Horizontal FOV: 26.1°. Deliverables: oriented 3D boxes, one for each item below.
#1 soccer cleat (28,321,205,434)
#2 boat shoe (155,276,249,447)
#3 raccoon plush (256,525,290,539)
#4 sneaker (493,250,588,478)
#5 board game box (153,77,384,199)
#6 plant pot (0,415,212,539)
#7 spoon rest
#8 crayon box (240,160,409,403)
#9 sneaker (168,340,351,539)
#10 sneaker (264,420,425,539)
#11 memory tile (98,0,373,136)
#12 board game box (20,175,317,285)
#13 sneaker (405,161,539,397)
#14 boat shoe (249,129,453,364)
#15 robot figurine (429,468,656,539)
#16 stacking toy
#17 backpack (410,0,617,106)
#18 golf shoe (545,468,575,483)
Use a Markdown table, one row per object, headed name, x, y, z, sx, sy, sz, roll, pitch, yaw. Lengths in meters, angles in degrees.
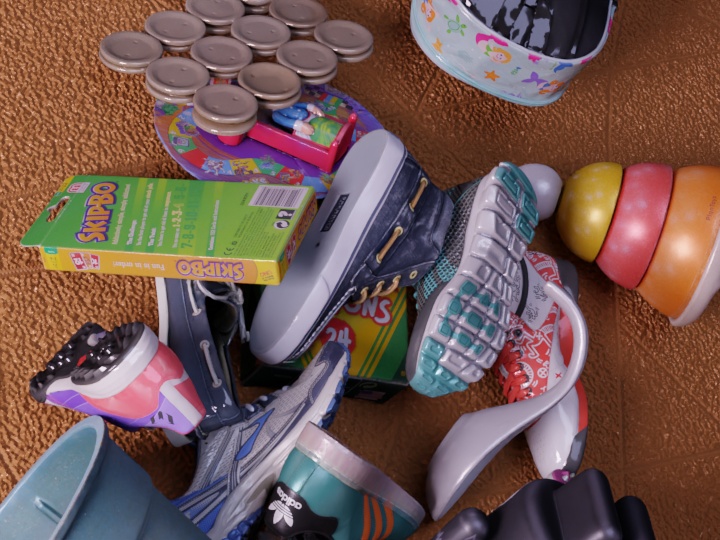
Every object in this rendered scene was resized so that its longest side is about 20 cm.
| name | x | y | z | sx | sy | sz | roll | pitch | yaw |
| --- | --- | --- | --- | --- | --- | --- | --- | --- | --- |
| soccer cleat | -0.165 | 0.078 | 1.034 | 0.073 | 0.199 | 0.068 | 46 | 68 | -16 |
| boat shoe | -0.113 | 0.035 | 1.115 | 0.061 | 0.075 | 0.201 | -15 | 41 | 9 |
| raccoon plush | -0.009 | 0.262 | 1.056 | 0.096 | 0.134 | 0.201 | -33 | 89 | -31 |
| sneaker | 0.122 | 0.073 | 1.256 | 0.107 | 0.067 | 0.204 | 13 | 59 | -20 |
| board game box | -0.060 | -0.120 | 1.219 | 0.198 | 0.039 | 0.159 | -7 | 44 | -29 |
| plant pot | -0.150 | 0.232 | 0.982 | 0.196 | 0.200 | 0.201 | 40 | 56 | -16 |
| spoon rest | 0.113 | 0.107 | 1.179 | 0.060 | 0.099 | 0.201 | 32 | 95 | 12 |
| crayon box | -0.029 | -0.005 | 1.221 | 0.125 | 0.051 | 0.203 | 9 | 64 | -23 |
| sneaker | -0.081 | 0.122 | 1.109 | 0.085 | 0.077 | 0.201 | 35 | 72 | 6 |
| sneaker | -0.016 | 0.169 | 1.099 | 0.071 | 0.200 | 0.080 | 33 | 83 | 28 |
| memory tile | -0.095 | -0.175 | 1.228 | 0.152 | 0.017 | 0.199 | 30 | 42 | 24 |
| board game box | -0.138 | -0.032 | 1.120 | 0.197 | 0.030 | 0.096 | 6 | 37 | 15 |
| sneaker | 0.071 | 0.010 | 1.212 | 0.078 | 0.091 | 0.202 | 43 | 57 | -32 |
| boat shoe | 0.000 | 0.000 | 1.159 | 0.091 | 0.071 | 0.202 | 40 | 70 | -28 |
| robot figurine | 0.120 | 0.232 | 1.105 | 0.151 | 0.200 | 0.124 | 52 | 24 | 10 |
| stacking toy | 0.220 | -0.050 | 1.343 | 0.198 | 0.147 | 0.147 | 20 | 59 | 2 |
| backpack | 0.130 | -0.242 | 1.347 | 0.176 | 0.151 | 0.202 | 22 | 53 | -14 |
| golf shoe | 0.172 | 0.251 | 1.209 | 0.091 | 0.075 | 0.201 | -30 | 102 | 9 |
